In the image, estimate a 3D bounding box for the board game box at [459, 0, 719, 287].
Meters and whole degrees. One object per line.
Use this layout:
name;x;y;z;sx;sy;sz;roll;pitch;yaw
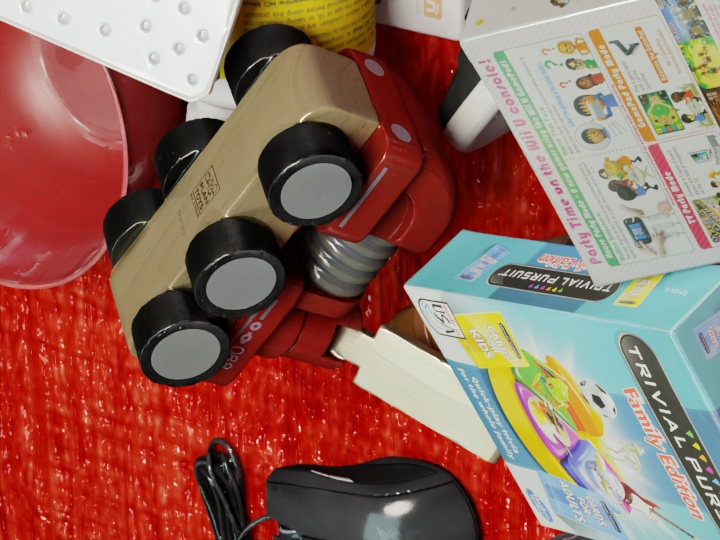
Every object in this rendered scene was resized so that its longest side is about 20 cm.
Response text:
board game box;0.161;-0.079;1.161;0.199;0.065;0.148;-11;130;26

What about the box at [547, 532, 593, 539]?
box;0.114;0.255;1.486;0.051;0.157;0.201;-22;97;43

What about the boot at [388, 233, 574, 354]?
boot;0.104;0.081;1.472;0.155;0.077;0.201;-24;105;50

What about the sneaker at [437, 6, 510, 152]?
sneaker;0.077;-0.161;1.384;0.112;0.073;0.200;47;124;15

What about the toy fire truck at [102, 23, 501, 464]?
toy fire truck;0.000;0.000;1.404;0.176;0.199;0.129;-50;41;28

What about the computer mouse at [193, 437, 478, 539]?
computer mouse;-0.017;0.173;1.627;0.199;0.046;0.141;3;111;37

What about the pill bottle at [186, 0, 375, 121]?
pill bottle;-0.048;-0.152;1.423;0.112;0.112;0.201;16;121;32

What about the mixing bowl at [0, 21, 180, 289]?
mixing bowl;-0.172;-0.103;1.577;0.199;0.108;0.202;18;122;32

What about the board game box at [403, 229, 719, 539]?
board game box;0.123;0.062;1.299;0.199;0.047;0.152;9;136;57

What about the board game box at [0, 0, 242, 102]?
board game box;-0.127;-0.208;1.341;0.199;0.026;0.201;24;108;11

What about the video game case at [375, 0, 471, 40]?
video game case;-0.020;-0.228;1.454;0.181;0.023;0.201;15;119;33

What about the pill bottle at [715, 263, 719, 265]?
pill bottle;0.146;-0.049;1.322;0.111;0.112;0.201;2;134;37
